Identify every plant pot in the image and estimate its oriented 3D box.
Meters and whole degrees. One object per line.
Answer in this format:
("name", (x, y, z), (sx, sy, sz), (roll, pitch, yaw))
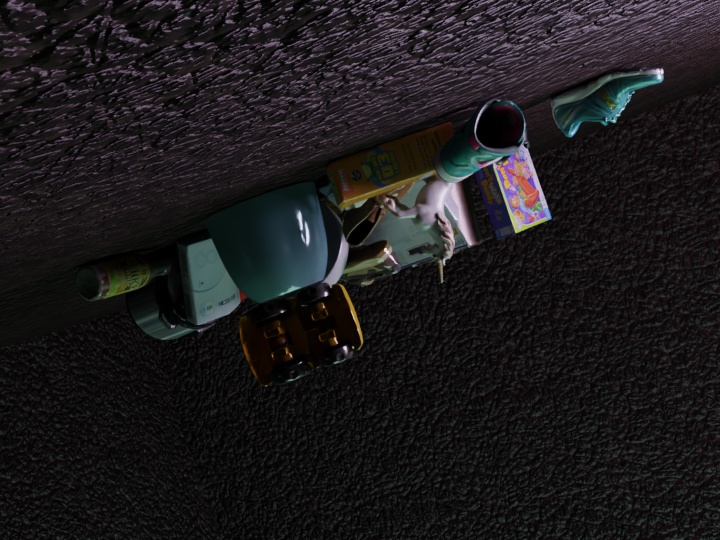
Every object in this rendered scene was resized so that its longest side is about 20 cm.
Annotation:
("plant pot", (-0.144, -0.039, 1.463), (0.198, 0.163, 0.201), (-20, -179, 0))
("plant pot", (0.132, -0.122, 1.654), (0.197, 0.201, 0.200), (-18, -179, 0))

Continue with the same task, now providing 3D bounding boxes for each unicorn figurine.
("unicorn figurine", (0.101, -0.102, 1.365), (0.136, 0.203, 0.074), (21, 177, 7))

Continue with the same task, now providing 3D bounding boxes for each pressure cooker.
("pressure cooker", (-0.362, 0.043, 1.762), (0.177, 0.179, 0.199), (4, 162, -45))

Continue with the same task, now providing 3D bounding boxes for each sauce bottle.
("sauce bottle", (-0.411, 0.004, 1.530), (0.064, 0.066, 0.199), (-19, -177, 28))

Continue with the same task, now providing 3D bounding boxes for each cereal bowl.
("cereal bowl", (-0.107, -0.027, 1.597), (0.198, 0.203, 0.083), (-19, 153, 18))

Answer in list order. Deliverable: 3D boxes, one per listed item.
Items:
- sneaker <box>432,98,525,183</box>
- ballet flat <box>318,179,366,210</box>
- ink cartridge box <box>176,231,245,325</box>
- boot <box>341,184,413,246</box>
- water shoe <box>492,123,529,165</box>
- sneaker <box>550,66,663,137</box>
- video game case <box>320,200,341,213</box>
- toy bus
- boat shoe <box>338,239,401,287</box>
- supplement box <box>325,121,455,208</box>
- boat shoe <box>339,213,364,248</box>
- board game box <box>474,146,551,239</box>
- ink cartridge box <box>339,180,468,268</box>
("sneaker", (0.200, -0.208, 1.261), (0.200, 0.084, 0.120), (-39, -175, -37))
("ballet flat", (-0.022, -0.133, 1.437), (0.073, 0.075, 0.200), (-20, -179, -13))
("ink cartridge box", (-0.251, -0.002, 1.678), (0.198, 0.163, 0.047), (-19, -154, -35))
("boot", (0.037, -0.118, 1.460), (0.200, 0.073, 0.076), (-49, -158, 32))
("water shoe", (0.215, -0.213, 1.491), (0.071, 0.080, 0.200), (-19, -179, -22))
("sneaker", (0.418, -0.287, 1.458), (0.198, 0.081, 0.077), (-20, 180, 39))
("video game case", (-0.042, -0.130, 1.736), (0.178, 0.026, 0.200), (-4, -174, 19))
("toy bus", (-0.086, 0.105, 1.511), (0.197, 0.138, 0.192), (-21, 176, 12))
("boat shoe", (0.000, 0.000, 1.606), (0.073, 0.065, 0.199), (-46, -164, -29))
("supplement box", (0.051, -0.159, 1.312), (0.197, 0.067, 0.069), (-21, -179, -6))
("boat shoe", (-0.004, -0.083, 1.732), (0.074, 0.073, 0.200), (-6, -174, 2))
("board game box", (0.276, -0.173, 1.628), (0.044, 0.203, 0.134), (-19, -179, 44))
("ink cartridge box", (0.072, -0.104, 1.553), (0.198, 0.201, 0.041), (-18, -151, 36))
